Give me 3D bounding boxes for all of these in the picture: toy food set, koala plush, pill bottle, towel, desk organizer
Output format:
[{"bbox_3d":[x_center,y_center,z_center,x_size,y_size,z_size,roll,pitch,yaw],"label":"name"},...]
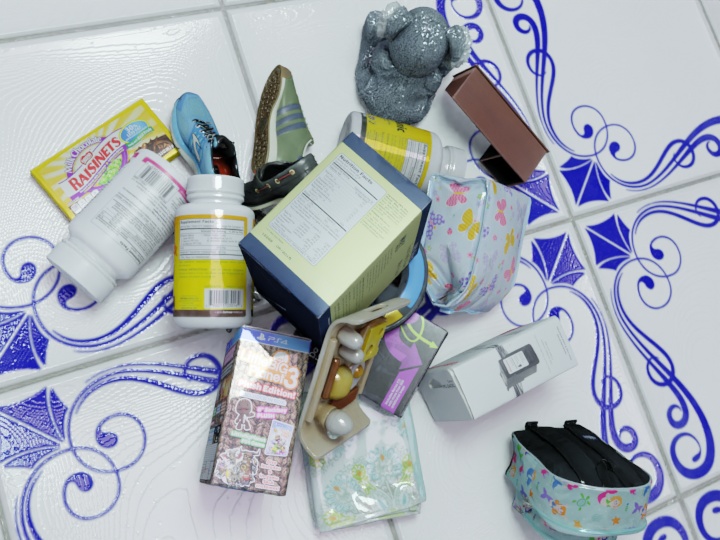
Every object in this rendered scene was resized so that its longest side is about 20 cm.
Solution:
[{"bbox_3d":[0.000,0.136,0.962,0.060,0.202,0.143,28,23,25],"label":"toy food set"},{"bbox_3d":[0.086,-0.346,1.187,0.176,0.200,0.186,21,71,-11],"label":"koala plush"},{"bbox_3d":[0.065,-0.178,1.185,0.198,0.111,0.113,13,72,-14],"label":"pill bottle"},{"bbox_3d":[-0.198,-0.024,1.001,0.108,0.109,0.203,2,87,-16],"label":"pill bottle"},{"bbox_3d":[0.001,0.268,1.083,0.169,0.048,0.202,-6,78,-19],"label":"towel"},{"bbox_3d":[-0.330,-0.061,1.029,0.113,0.113,0.201,40,73,-4],"label":"pill bottle"},{"bbox_3d":[0.218,-0.238,1.243,0.200,0.072,0.077,44,71,-18],"label":"desk organizer"}]

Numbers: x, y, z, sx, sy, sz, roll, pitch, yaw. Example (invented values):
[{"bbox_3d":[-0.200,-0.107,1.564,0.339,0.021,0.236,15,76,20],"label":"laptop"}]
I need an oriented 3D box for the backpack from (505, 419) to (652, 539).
[{"bbox_3d":[0.322,0.320,1.088,0.175,0.200,0.153,4,95,-17],"label":"backpack"}]

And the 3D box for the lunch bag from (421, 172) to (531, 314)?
[{"bbox_3d":[0.166,-0.035,1.135,0.169,0.126,0.203,5,94,-54],"label":"lunch bag"}]

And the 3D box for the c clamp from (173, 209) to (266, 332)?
[{"bbox_3d":[-0.203,-0.037,1.110,0.200,0.027,0.171,46,67,0],"label":"c clamp"}]

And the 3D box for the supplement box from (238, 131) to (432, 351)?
[{"bbox_3d":[-0.030,-0.028,0.949,0.134,0.200,0.200,41,76,11],"label":"supplement box"}]

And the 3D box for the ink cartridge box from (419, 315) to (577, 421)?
[{"bbox_3d":[0.201,0.153,1.121,0.198,0.145,0.084,-22,85,-21],"label":"ink cartridge box"}]

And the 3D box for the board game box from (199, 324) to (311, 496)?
[{"bbox_3d":[-0.144,0.193,0.998,0.096,0.159,0.202,13,73,-14],"label":"board game box"}]

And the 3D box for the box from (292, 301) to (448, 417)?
[{"bbox_3d":[0.009,0.102,1.084,0.199,0.036,0.144,29,85,13],"label":"box"}]

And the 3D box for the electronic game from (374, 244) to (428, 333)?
[{"bbox_3d":[0.000,0.000,1.069,0.197,0.042,0.202,0,67,0],"label":"electronic game"}]

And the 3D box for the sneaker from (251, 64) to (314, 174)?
[{"bbox_3d":[-0.115,-0.223,1.173,0.089,0.067,0.202,22,59,-33],"label":"sneaker"}]

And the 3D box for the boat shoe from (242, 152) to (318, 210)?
[{"bbox_3d":[-0.119,-0.128,1.057,0.074,0.200,0.064,-41,113,-31],"label":"boat shoe"}]

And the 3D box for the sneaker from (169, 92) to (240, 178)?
[{"bbox_3d":[-0.216,-0.184,1.096,0.078,0.090,0.202,-11,70,-43],"label":"sneaker"}]

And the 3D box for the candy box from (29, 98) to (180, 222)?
[{"bbox_3d":[-0.371,-0.161,1.092,0.200,0.026,0.102,-42,89,-22],"label":"candy box"}]

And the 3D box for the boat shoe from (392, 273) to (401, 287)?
[{"bbox_3d":[0.028,0.034,1.142,0.071,0.065,0.200,40,69,-3],"label":"boat shoe"}]
